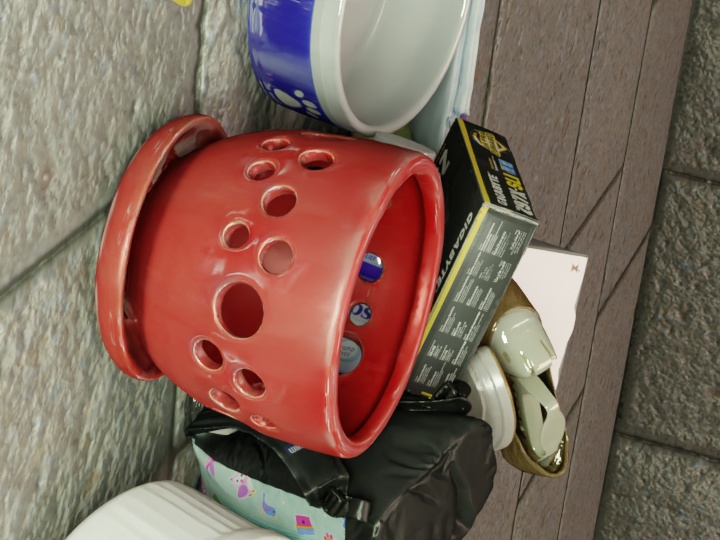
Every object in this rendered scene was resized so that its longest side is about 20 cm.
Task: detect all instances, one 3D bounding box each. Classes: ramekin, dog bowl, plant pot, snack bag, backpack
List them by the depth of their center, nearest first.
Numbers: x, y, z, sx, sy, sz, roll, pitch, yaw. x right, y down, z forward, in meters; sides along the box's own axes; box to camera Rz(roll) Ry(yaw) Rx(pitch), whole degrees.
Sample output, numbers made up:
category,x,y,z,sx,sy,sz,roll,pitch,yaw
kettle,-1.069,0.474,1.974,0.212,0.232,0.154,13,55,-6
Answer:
category,x,y,z,sx,sy,sz,roll,pitch,yaw
plant pot,-0.062,0.004,1.317,0.200,0.182,0.201,13,90,-74
ramekin,-0.136,0.235,1.340,0.200,0.098,0.201,-39,147,-32
backpack,-0.026,0.144,1.417,0.167,0.200,0.127,-32,125,-46
dog bowl,0.004,-0.203,1.493,0.200,0.079,0.200,-41,141,-45
snack bag,0.047,-0.148,1.668,0.189,0.021,0.201,-140,-123,-65

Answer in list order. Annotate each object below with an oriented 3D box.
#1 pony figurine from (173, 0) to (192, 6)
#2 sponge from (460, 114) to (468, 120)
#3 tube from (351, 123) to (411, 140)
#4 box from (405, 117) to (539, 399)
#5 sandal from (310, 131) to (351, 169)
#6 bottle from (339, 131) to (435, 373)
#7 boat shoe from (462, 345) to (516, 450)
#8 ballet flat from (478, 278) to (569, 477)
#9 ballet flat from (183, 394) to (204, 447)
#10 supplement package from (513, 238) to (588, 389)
category,x,y,z,sx,sy,sz,roll,pitch,yaw
pony figurine,-0.066,-0.249,1.190,0.200,0.166,0.193,-50,146,-26
sponge,0.064,-0.153,1.762,0.200,0.030,0.112,-97,-169,-57
tube,0.012,-0.140,1.638,0.058,0.052,0.201,-31,-118,59
box,0.060,0.007,1.536,0.160,0.049,0.200,-98,-150,-63
sandal,-0.039,-0.056,1.632,0.200,0.043,0.076,-55,164,-64
bottle,0.000,0.000,1.498,0.200,0.083,0.065,-69,163,11
boat shoe,0.069,0.118,1.589,0.200,0.069,0.071,109,-36,-65
ballet flat,0.127,0.084,1.610,0.068,0.072,0.200,-27,122,-20
ballet flat,-0.096,0.036,1.505,0.057,0.066,0.201,20,-85,65
supplement package,0.073,0.017,1.727,0.120,0.200,0.122,9,96,-38
